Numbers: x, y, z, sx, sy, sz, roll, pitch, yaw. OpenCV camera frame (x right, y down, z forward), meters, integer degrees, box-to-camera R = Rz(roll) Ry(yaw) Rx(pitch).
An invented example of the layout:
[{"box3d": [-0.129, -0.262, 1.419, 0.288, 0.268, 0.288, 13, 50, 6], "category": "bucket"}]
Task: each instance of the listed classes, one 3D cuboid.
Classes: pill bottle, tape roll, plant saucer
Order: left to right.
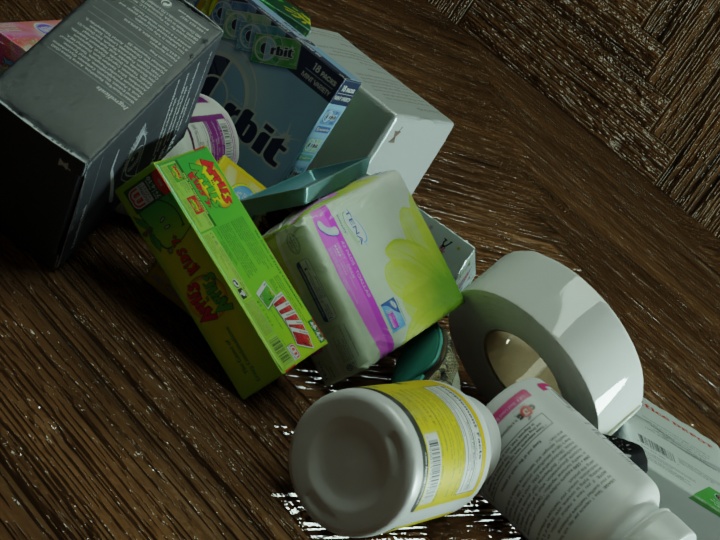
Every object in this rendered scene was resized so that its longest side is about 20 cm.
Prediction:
[{"box3d": [-0.197, -0.110, 1.592, 0.112, 0.113, 0.200, 37, 16, 9], "category": "pill bottle"}, {"box3d": [-0.048, -0.080, 1.586, 0.200, 0.069, 0.019, -36, 114, -69], "category": "plant saucer"}, {"box3d": [0.036, 0.144, 1.325, 0.111, 0.112, 0.200, 41, 17, 22], "category": "pill bottle"}, {"box3d": [0.181, 0.082, 1.649, 0.071, 0.203, 0.202, -38, 61, -26], "category": "tape roll"}, {"box3d": [0.187, 0.197, 1.462, 0.200, 0.114, 0.113, 43, 18, 27], "category": "pill bottle"}]

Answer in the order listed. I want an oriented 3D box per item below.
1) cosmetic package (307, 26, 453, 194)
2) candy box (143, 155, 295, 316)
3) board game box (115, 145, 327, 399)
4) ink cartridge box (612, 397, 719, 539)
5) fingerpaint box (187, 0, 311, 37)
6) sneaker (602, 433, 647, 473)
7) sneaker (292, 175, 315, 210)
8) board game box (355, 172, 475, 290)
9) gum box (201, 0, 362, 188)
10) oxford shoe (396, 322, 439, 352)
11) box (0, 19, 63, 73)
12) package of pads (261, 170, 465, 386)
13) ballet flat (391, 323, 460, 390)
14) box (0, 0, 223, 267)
[{"box3d": [-0.035, -0.165, 1.971, 0.200, 0.167, 0.167, 40, 17, 21], "category": "cosmetic package"}, {"box3d": [-0.119, -0.020, 1.517, 0.102, 0.026, 0.200, 37, 34, -10], "category": "candy box"}, {"box3d": [-0.114, -0.001, 1.409, 0.201, 0.047, 0.102, 59, 23, 0], "category": "board game box"}, {"box3d": [0.299, 0.212, 1.695, 0.146, 0.083, 0.200, 32, 17, -8], "category": "ink cartridge box"}, {"box3d": [-0.173, -0.225, 1.807, 0.166, 0.201, 0.073, 31, 16, -13], "category": "fingerpaint box"}, {"box3d": [0.185, 0.189, 1.580, 0.071, 0.084, 0.199, -3, 12, -37], "category": "sneaker"}, {"box3d": [-0.097, -0.024, 1.638, 0.074, 0.079, 0.200, 53, 34, 2], "category": "sneaker"}, {"box3d": [0.052, -0.027, 1.828, 0.147, 0.064, 0.200, 36, -2, 7], "category": "board game box"}, {"box3d": [-0.119, -0.159, 1.726, 0.170, 0.201, 0.044, 40, 17, 21], "category": "gum box"}, {"box3d": [0.027, 0.041, 1.679, 0.073, 0.071, 0.200, 45, 18, 21], "category": "oxford shoe"}, {"box3d": [-0.295, -0.170, 1.588, 0.094, 0.103, 0.200, 36, 17, 6], "category": "box"}, {"box3d": [0.000, 0.000, 1.565, 0.200, 0.068, 0.155, -29, 92, -56], "category": "package of pads"}, {"box3d": [0.063, 0.118, 1.560, 0.076, 0.068, 0.200, 53, 18, -10], "category": "ballet flat"}, {"box3d": [-0.220, -0.128, 1.381, 0.104, 0.148, 0.200, 35, 49, 4], "category": "box"}]
